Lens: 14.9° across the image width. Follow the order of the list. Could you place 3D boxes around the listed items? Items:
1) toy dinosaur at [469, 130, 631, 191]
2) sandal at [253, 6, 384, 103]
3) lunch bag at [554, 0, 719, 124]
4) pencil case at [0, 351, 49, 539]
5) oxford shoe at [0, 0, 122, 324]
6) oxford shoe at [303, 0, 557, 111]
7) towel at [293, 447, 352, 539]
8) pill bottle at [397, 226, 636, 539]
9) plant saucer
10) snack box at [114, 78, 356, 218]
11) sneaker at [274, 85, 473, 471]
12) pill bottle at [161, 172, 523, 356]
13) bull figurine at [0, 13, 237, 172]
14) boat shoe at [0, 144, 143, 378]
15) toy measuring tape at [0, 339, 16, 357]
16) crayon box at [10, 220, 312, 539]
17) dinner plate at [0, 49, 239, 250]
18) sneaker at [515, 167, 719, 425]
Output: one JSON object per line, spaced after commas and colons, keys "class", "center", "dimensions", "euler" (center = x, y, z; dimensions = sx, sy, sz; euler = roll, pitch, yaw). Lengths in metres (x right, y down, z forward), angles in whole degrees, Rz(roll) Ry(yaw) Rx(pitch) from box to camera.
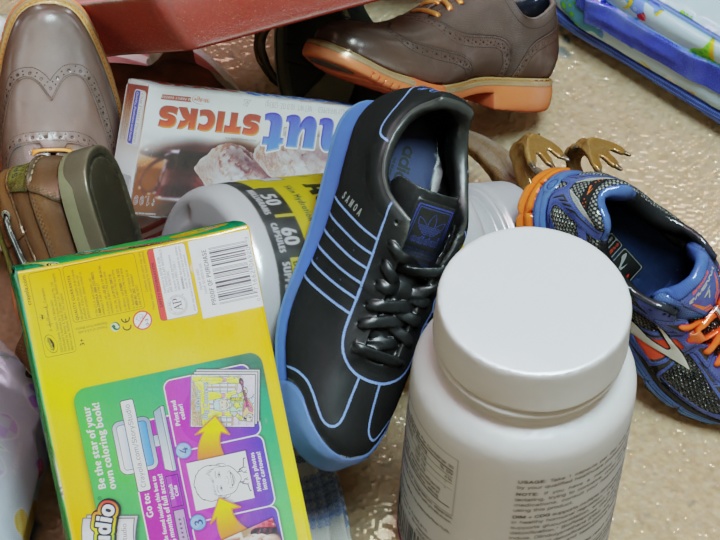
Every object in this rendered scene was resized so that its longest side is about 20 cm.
{"class": "toy dinosaur", "center": [0.098, -0.043, 1.568], "dimensions": [0.060, 0.106, 0.200], "euler": [-24, 62, -32]}
{"class": "sandal", "center": [-0.031, -0.140, 1.666], "dimensions": [0.080, 0.057, 0.201], "euler": [26, 28, -24]}
{"class": "lunch bag", "center": [0.223, -0.174, 1.690], "dimensions": [0.200, 0.082, 0.161], "euler": [32, 55, 22]}
{"class": "pencil case", "center": [-0.214, 0.134, 1.406], "dimensions": [0.091, 0.083, 0.200], "euler": [9, 50, 3]}
{"class": "oxford shoe", "center": [-0.160, -0.049, 1.484], "dimensions": [0.071, 0.200, 0.073], "euler": [-6, 17, -7]}
{"class": "oxford shoe", "center": [0.042, -0.137, 1.588], "dimensions": [0.071, 0.073, 0.200], "euler": [21, 13, 36]}
{"class": "towel", "center": [-0.083, 0.118, 1.466], "dimensions": [0.147, 0.024, 0.200], "euler": [-9, 49, -7]}
{"class": "pill bottle", "center": [0.080, 0.078, 1.392], "dimensions": [0.113, 0.200, 0.113], "euler": [2, 50, -2]}
{"class": "plant saucer", "center": [-0.057, -0.155, 1.521], "dimensions": [0.199, 0.037, 0.200], "euler": [-17, 10, -23]}
{"class": "snack box", "center": [-0.049, -0.062, 1.531], "dimensions": [0.200, 0.072, 0.024], "euler": [3, 10, -40]}
{"class": "sneaker", "center": [0.011, 0.002, 1.389], "dimensions": [0.070, 0.078, 0.200], "euler": [15, 77, -30]}
{"class": "pill bottle", "center": [0.000, 0.000, 1.495], "dimensions": [0.200, 0.111, 0.111], "euler": [-7, 48, -33]}
{"class": "bull figurine", "center": [-0.131, -0.096, 1.588], "dimensions": [0.200, 0.065, 0.121], "euler": [-2, 46, -9]}
{"class": "boat shoe", "center": [-0.141, 0.037, 1.434], "dimensions": [0.068, 0.072, 0.200], "euler": [-12, 91, 19]}
{"class": "toy measuring tape", "center": [-0.250, 0.019, 1.529], "dimensions": [0.200, 0.074, 0.074], "euler": [47, 59, 4]}
{"class": "crayon box", "center": [-0.096, 0.084, 1.365], "dimensions": [0.119, 0.058, 0.200], "euler": [-12, 92, -9]}
{"class": "dinner plate", "center": [-0.163, -0.074, 1.622], "dimensions": [0.200, 0.024, 0.200], "euler": [2, 51, -2]}
{"class": "sneaker", "center": [0.172, 0.019, 1.487], "dimensions": [0.200, 0.078, 0.075], "euler": [38, 73, -15]}
